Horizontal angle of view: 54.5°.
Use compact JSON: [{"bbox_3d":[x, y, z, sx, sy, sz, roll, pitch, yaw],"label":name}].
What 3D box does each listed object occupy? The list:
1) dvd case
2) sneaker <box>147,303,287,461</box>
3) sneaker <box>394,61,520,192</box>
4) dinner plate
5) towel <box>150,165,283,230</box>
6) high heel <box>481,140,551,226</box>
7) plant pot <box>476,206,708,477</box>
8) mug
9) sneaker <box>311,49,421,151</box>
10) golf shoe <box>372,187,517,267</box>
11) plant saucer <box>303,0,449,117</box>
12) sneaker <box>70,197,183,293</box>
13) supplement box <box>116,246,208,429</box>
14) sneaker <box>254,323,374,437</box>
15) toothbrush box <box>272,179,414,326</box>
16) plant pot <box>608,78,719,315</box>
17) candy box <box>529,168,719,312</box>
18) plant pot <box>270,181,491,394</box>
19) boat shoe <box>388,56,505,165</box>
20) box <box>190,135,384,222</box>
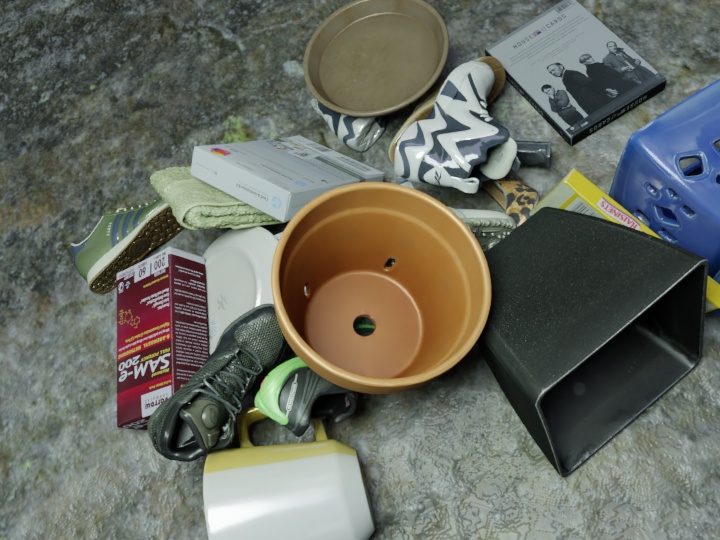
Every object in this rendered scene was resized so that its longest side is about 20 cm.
[{"bbox_3d":[0.288,-0.277,0.955,0.150,0.025,0.200,-31,60,-2],"label":"dvd case"},{"bbox_3d":[-0.138,0.122,0.738,0.199,0.076,0.114,-45,19,-13],"label":"sneaker"},{"bbox_3d":[0.143,-0.165,0.836,0.129,0.080,0.199,27,54,20],"label":"sneaker"},{"bbox_3d":[-0.163,0.038,0.862,0.200,0.024,0.201,-13,70,39],"label":"dinner plate"},{"bbox_3d":[-0.157,-0.101,0.904,0.200,0.037,0.148,-9,33,-31],"label":"towel"},{"bbox_3d":[0.154,-0.087,0.868,0.142,0.071,0.200,6,57,18],"label":"high heel"},{"bbox_3d":[0.210,0.054,0.721,0.199,0.200,0.177,-38,51,-6],"label":"plant pot"},{"bbox_3d":[-0.072,0.227,0.727,0.153,0.149,0.187,-13,80,-1],"label":"mug"},{"bbox_3d":[0.012,-0.276,0.993,0.130,0.079,0.199,38,88,19],"label":"sneaker"},{"bbox_3d":[0.073,-0.060,0.778,0.200,0.078,0.097,-2,57,11],"label":"golf shoe"},{"bbox_3d":[0.021,-0.286,0.938,0.200,0.029,0.201,-5,66,12],"label":"plant saucer"},{"bbox_3d":[-0.322,-0.066,0.979,0.200,0.067,0.090,-43,67,-5],"label":"sneaker"},{"bbox_3d":[-0.244,0.085,0.859,0.109,0.061,0.200,-22,64,31],"label":"supplement box"},{"bbox_3d":[-0.028,0.123,0.772,0.084,0.077,0.200,45,42,16],"label":"sneaker"},{"bbox_3d":[0.000,0.000,0.856,0.200,0.085,0.147,-22,60,4],"label":"toothbrush box"},{"bbox_3d":[0.399,-0.077,0.732,0.200,0.200,0.180,-31,67,-3],"label":"plant pot"},{"bbox_3d":[0.280,-0.020,0.745,0.200,0.102,0.026,40,76,4],"label":"candy box"},{"bbox_3d":[0.013,0.034,0.686,0.200,0.140,0.200,3,65,-6],"label":"plant pot"},{"bbox_3d":[0.110,-0.211,0.951,0.200,0.071,0.065,-43,26,-8],"label":"boat shoe"},{"bbox_3d":[-0.087,-0.123,0.889,0.156,0.200,0.041,27,116,26],"label":"box"}]
